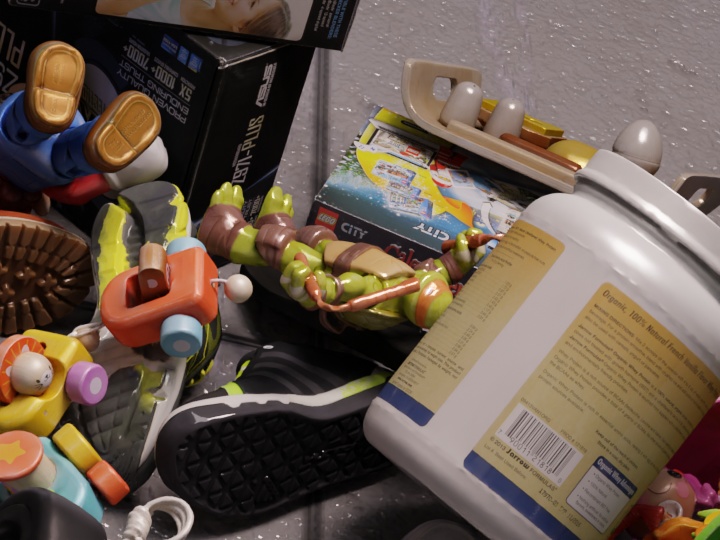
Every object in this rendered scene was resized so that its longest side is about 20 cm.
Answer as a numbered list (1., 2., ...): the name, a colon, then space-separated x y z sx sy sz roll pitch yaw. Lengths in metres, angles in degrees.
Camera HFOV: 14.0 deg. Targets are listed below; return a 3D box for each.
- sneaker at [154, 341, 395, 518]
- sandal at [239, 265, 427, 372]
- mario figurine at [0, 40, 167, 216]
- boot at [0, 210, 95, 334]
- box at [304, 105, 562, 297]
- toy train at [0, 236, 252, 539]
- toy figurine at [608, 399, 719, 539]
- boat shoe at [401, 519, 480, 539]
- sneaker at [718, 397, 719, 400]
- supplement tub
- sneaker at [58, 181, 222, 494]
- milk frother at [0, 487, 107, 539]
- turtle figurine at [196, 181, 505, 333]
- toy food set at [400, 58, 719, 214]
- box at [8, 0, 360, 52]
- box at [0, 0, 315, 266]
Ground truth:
1. sneaker: -0.051 0.082 1.617 0.083 0.072 0.199 35 25 35
2. sandal: 0.003 0.017 1.701 0.075 0.045 0.200 4 14 -38
3. mario figurine: -0.187 -0.089 1.686 0.106 0.200 0.124 -26 95 -31
4. boot: -0.249 -0.022 1.658 0.199 0.075 0.107 4 31 -20
5. box: 0.076 -0.023 1.846 0.199 0.038 0.137 23 34 6
6. toy train: -0.138 0.062 1.523 0.149 0.056 0.201 -14 46 20
7. toy figurine: 0.190 0.146 1.618 0.199 0.151 0.184 -15 26 -5
8. boat shoe: 0.038 0.183 1.511 0.073 0.066 0.200 17 33 -2
9. sneaker: 0.203 0.059 1.753 0.199 0.082 0.070 -1 39 -27
10. supplement tub: 0.112 0.051 1.562 0.144 0.200 0.144 39 -3 3
11. sneaker: -0.109 0.045 1.627 0.074 0.085 0.201 -13 48 25
12. milk frother: -0.150 0.221 1.329 0.200 0.180 0.189 53 20 -31
13. turtle figurine: 0.000 0.000 1.630 0.161 0.065 0.199 22 23 34
14. toy food set: 0.135 -0.089 1.893 0.199 0.061 0.143 26 10 18
15. box: -0.104 -0.193 1.684 0.199 0.060 0.117 8 35 -18
16. box: -0.140 -0.118 1.761 0.200 0.164 0.086 38 38 25
